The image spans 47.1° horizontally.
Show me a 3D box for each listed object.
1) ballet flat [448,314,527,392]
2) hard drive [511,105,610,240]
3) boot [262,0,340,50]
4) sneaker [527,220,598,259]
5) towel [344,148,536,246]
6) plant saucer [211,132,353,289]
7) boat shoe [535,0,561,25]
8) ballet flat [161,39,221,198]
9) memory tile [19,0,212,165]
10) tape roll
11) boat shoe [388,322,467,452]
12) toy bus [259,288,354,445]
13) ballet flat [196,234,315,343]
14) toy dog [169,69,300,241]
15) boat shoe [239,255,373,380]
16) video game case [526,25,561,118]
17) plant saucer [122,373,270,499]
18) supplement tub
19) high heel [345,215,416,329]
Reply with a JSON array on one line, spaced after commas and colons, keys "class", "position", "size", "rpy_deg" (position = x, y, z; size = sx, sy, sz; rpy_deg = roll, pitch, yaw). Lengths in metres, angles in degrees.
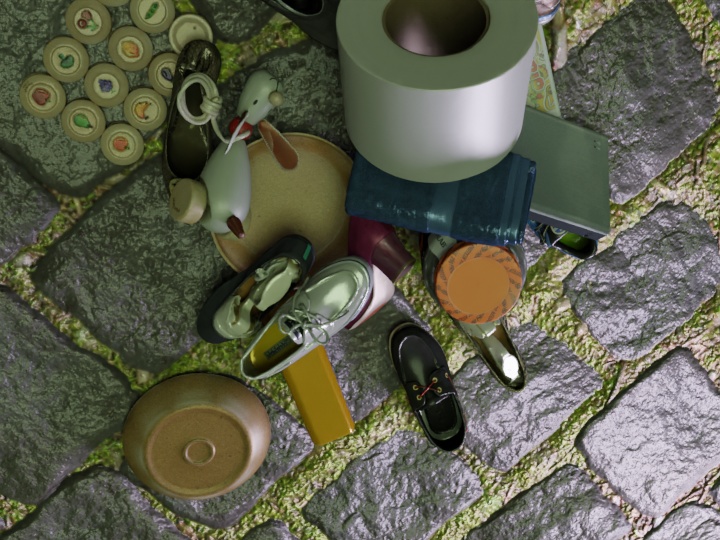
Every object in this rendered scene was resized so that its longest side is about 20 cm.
[{"class": "ballet flat", "position": [0.179, 0.090, 1.130], "size": [0.068, 0.075, 0.201], "rpy_deg": [-32, 115, 3]}, {"class": "hard drive", "position": [0.214, -0.128, 1.004], "size": [0.199, 0.033, 0.141], "rpy_deg": [15, 67, -22]}, {"class": "boot", "position": [-0.051, -0.284, 0.891], "size": [0.199, 0.132, 0.070], "rpy_deg": [20, 106, -17]}, {"class": "sneaker", "position": [0.240, -0.084, 1.059], "size": [0.199, 0.089, 0.079], "rpy_deg": [35, 111, -22]}, {"class": "towel", "position": [0.087, -0.089, 0.903], "size": [0.198, 0.112, 0.049], "rpy_deg": [12, 155, 9]}, {"class": "plant saucer", "position": [-0.088, -0.075, 1.025], "size": [0.199, 0.035, 0.202], "rpy_deg": [-4, 112, -10]}, {"class": "boat shoe", "position": [0.129, -0.323, 0.928], "size": [0.198, 0.072, 0.073], "rpy_deg": [1, 78, 0]}, {"class": "ballet flat", "position": [-0.194, -0.160, 0.939], "size": [0.067, 0.046, 0.201], "rpy_deg": [15, 113, 3]}, {"class": "memory tile", "position": [-0.273, -0.230, 0.931], "size": [0.153, 0.017, 0.200], "rpy_deg": [32, 102, -22]}, {"class": "tape roll", "position": [0.077, -0.212, 0.862], "size": [0.201, 0.204, 0.140], "rpy_deg": [-14, 147, -6]}, {"class": "boat shoe", "position": [0.098, 0.163, 1.152], "size": [0.073, 0.063, 0.202], "rpy_deg": [-23, 114, 0]}, {"class": "toy bus", "position": [-0.072, 0.125, 1.088], "size": [0.065, 0.078, 0.201], "rpy_deg": [-21, 115, -3]}, {"class": "ballet flat", "position": [-0.132, 0.035, 1.006], "size": [0.200, 0.073, 0.073], "rpy_deg": [-42, 115, 19]}, {"class": "toy dog", "position": [-0.132, -0.115, 0.917], "size": [0.131, 0.096, 0.201], "rpy_deg": [-11, 122, -40]}, {"class": "boat shoe", "position": [-0.070, 0.061, 0.969], "size": [0.202, 0.086, 0.075], "rpy_deg": [-38, 91, 17]}, {"class": "video game case", "position": [0.144, -0.239, 1.015], "size": [0.181, 0.023, 0.201], "rpy_deg": [-21, 115, -3]}, {"class": "plant saucer", "position": [-0.219, 0.236, 1.118], "size": [0.199, 0.035, 0.202], "rpy_deg": [-5, 114, -11]}, {"class": "supplement tub", "position": [0.132, -0.021, 0.996], "size": [0.121, 0.200, 0.123], "rpy_deg": [1, 111, 2]}, {"class": "high heel", "position": [0.000, 0.000, 1.043], "size": [0.096, 0.067, 0.200], "rpy_deg": [48, 141, 10]}]
